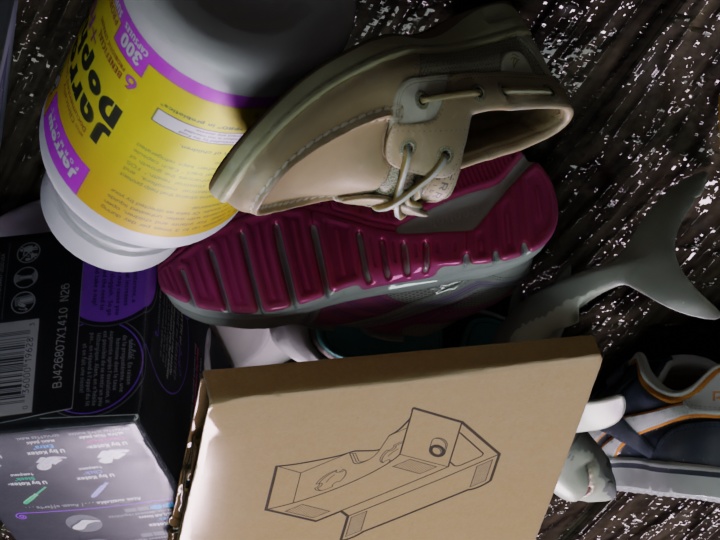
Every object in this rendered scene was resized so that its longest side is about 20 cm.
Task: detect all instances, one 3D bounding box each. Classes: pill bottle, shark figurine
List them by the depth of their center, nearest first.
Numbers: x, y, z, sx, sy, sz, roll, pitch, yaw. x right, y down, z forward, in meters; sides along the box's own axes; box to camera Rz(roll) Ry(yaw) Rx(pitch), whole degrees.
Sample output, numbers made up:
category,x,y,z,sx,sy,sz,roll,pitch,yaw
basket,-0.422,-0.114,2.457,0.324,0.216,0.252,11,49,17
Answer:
category,x,y,z,sx,sy,sz,roll,pitch,yaw
pill bottle,-0.082,-0.078,1.166,0.104,0.104,0.200,14,146,-16
shark figurine,0.098,0.029,1.340,0.128,0.090,0.215,10,137,-8

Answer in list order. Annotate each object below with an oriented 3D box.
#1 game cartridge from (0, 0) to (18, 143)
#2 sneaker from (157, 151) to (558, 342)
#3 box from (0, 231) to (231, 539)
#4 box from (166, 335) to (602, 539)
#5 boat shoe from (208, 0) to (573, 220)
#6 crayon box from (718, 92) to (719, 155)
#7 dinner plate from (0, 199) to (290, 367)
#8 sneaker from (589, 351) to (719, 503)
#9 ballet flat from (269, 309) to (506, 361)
category,x,y,z,sx,sy,sz,roll,pitch,yaw
game cartridge,-0.190,-0.039,1.211,0.041,0.133,0.200,7,147,-8
sneaker,0.000,0.000,1.297,0.199,0.082,0.088,-5,150,3
box,-0.132,0.079,1.362,0.106,0.123,0.200,-6,146,12
box,0.008,0.096,1.301,0.199,0.021,0.164,-4,142,-16
boat shoe,0.019,-0.059,1.119,0.200,0.065,0.072,-25,163,-46
crayon box,0.270,-0.096,1.145,0.199,0.058,0.173,4,148,-1
dinner plate,-0.114,0.018,1.401,0.200,0.024,0.200,3,147,2
sneaker,0.166,0.087,1.444,0.078,0.080,0.200,8,174,-24
ballet flat,0.035,0.048,1.404,0.200,0.070,0.069,22,144,-33
